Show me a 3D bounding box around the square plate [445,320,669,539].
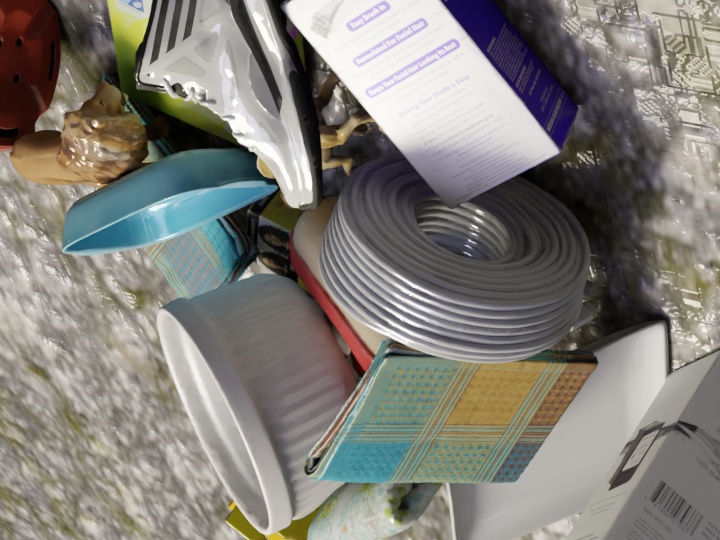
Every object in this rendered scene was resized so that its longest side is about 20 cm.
[{"bbox_3d":[0.154,0.132,1.776,0.199,0.199,0.029,79,167,-48],"label":"square plate"}]

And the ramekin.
[{"bbox_3d":[-0.073,0.098,1.769,0.201,0.105,0.201,56,163,27],"label":"ramekin"}]

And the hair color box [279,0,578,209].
[{"bbox_3d":[0.050,-0.151,1.572,0.109,0.065,0.200,-26,115,36],"label":"hair color box"}]

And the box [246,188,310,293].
[{"bbox_3d":[0.000,0.000,1.849,0.199,0.050,0.075,28,146,13],"label":"box"}]

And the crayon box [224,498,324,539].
[{"bbox_3d":[-0.029,0.191,1.981,0.127,0.200,0.051,39,148,-3],"label":"crayon box"}]

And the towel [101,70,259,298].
[{"bbox_3d":[-0.173,-0.059,1.903,0.200,0.022,0.147,51,148,9],"label":"towel"}]

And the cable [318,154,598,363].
[{"bbox_3d":[0.071,-0.010,1.629,0.199,0.200,0.070,30,124,16],"label":"cable"}]

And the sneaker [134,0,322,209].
[{"bbox_3d":[-0.098,-0.128,1.596,0.115,0.076,0.202,-14,113,6],"label":"sneaker"}]

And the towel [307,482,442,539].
[{"bbox_3d":[0.042,0.149,1.849,0.048,0.200,0.171,38,151,-5],"label":"towel"}]

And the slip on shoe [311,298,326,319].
[{"bbox_3d":[-0.068,0.068,1.940,0.060,0.077,0.200,6,171,-8],"label":"slip on shoe"}]

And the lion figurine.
[{"bbox_3d":[-0.230,-0.095,1.798,0.199,0.122,0.073,-17,80,45],"label":"lion figurine"}]

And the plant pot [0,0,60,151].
[{"bbox_3d":[-0.368,-0.185,1.853,0.194,0.201,0.201,10,140,23],"label":"plant pot"}]

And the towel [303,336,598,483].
[{"bbox_3d":[0.068,0.108,1.664,0.147,0.199,0.022,-58,43,34],"label":"towel"}]

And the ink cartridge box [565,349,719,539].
[{"bbox_3d":[0.264,0.184,1.691,0.145,0.200,0.083,41,152,-8],"label":"ink cartridge box"}]

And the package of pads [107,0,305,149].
[{"bbox_3d":[-0.117,-0.192,1.700,0.154,0.068,0.201,25,147,20],"label":"package of pads"}]

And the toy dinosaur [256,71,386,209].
[{"bbox_3d":[-0.036,-0.109,1.683,0.058,0.101,0.200,57,169,35],"label":"toy dinosaur"}]

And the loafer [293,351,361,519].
[{"bbox_3d":[-0.015,0.131,1.892,0.070,0.200,0.070,34,161,11],"label":"loafer"}]

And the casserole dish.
[{"bbox_3d":[-0.156,-0.057,1.771,0.199,0.121,0.039,-23,78,41],"label":"casserole dish"}]

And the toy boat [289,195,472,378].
[{"bbox_3d":[0.025,0.036,1.733,0.200,0.130,0.131,53,145,41],"label":"toy boat"}]
